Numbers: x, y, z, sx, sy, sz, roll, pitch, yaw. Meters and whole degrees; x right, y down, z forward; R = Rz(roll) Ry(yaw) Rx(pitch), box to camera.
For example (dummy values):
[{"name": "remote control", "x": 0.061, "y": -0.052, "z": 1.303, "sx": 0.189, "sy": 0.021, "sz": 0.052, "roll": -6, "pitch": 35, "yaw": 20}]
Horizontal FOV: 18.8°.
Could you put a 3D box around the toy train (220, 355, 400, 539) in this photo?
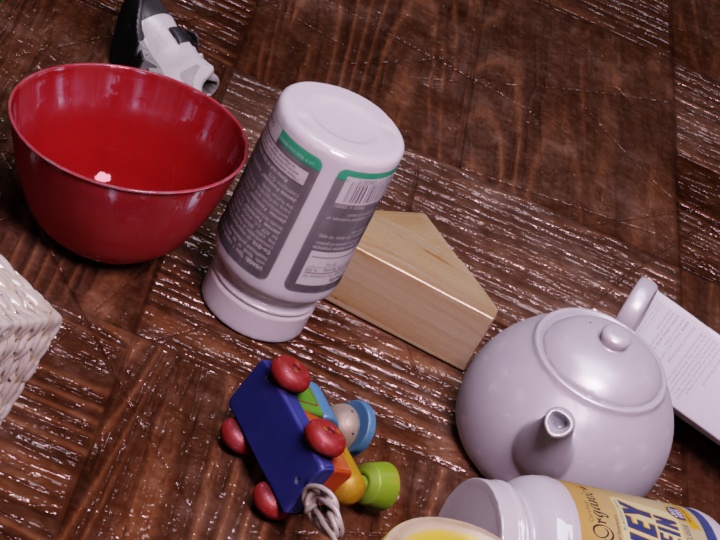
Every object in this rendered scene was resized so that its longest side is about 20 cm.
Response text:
[{"name": "toy train", "x": -0.015, "y": 0.160, "z": 1.637, "sx": 0.116, "sy": 0.085, "sz": 0.200, "roll": 19, "pitch": 29, "yaw": -41}]

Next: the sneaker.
[{"name": "sneaker", "x": -0.181, "y": -0.192, "z": 2.040, "sx": 0.088, "sy": 0.074, "sz": 0.200, "roll": 11, "pitch": 44, "yaw": -27}]

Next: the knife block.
[{"name": "knife block", "x": 0.000, "y": 0.000, "z": 1.896, "sx": 0.176, "sy": 0.064, "sz": 0.200, "roll": 0, "pitch": 41, "yaw": -38}]

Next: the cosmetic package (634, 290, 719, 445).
[{"name": "cosmetic package", "x": 0.315, "y": 0.104, "z": 1.936, "sx": 0.200, "sy": 0.081, "sz": 0.113, "roll": 35, "pitch": 1, "yaw": 13}]

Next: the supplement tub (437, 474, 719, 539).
[{"name": "supplement tub", "x": 0.161, "y": 0.230, "z": 1.595, "sx": 0.200, "sy": 0.144, "sz": 0.144, "roll": 14, "pitch": 33, "yaw": -22}]

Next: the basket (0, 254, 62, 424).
[{"name": "basket", "x": -0.325, "y": 0.025, "z": 1.514, "sx": 0.200, "sy": 0.136, "sz": 0.123, "roll": 40, "pitch": 20, "yaw": 18}]

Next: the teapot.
[{"name": "teapot", "x": 0.184, "y": 0.099, "z": 1.798, "sx": 0.197, "sy": 0.146, "sz": 0.200, "roll": 4, "pitch": 40, "yaw": -28}]

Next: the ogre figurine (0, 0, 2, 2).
[{"name": "ogre figurine", "x": -0.367, "y": -0.305, "z": 2.043, "sx": 0.120, "sy": 0.098, "sz": 0.200, "roll": 44, "pitch": 45, "yaw": -6}]

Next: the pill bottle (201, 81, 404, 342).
[{"name": "pill bottle", "x": -0.052, "y": -0.045, "z": 1.787, "sx": 0.113, "sy": 0.200, "sz": 0.113, "roll": 20, "pitch": 31, "yaw": -13}]

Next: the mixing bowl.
[{"name": "mixing bowl", "x": -0.199, "y": -0.076, "z": 1.793, "sx": 0.200, "sy": 0.108, "sz": 0.200, "roll": 11, "pitch": 32, "yaw": -7}]

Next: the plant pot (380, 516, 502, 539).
[{"name": "plant pot", "x": 0.033, "y": 0.268, "z": 1.394, "sx": 0.201, "sy": 0.189, "sz": 0.201, "roll": 21, "pitch": 30, "yaw": -13}]
